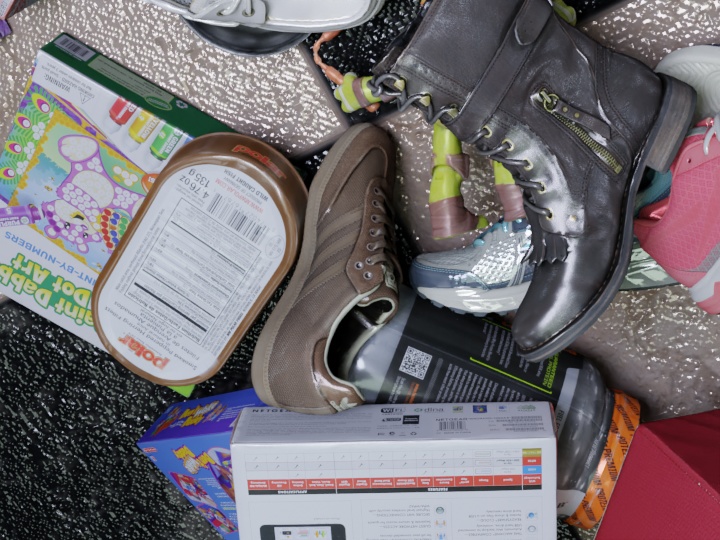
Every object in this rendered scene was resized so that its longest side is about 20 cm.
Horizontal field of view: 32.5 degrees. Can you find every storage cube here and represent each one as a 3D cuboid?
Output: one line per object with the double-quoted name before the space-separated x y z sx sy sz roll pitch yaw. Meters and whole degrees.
"storage cube" 0.265 0.205 0.787 0.170 0.180 0.201 -8 126 -32

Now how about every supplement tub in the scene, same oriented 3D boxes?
"supplement tub" 0.081 0.094 0.845 0.198 0.123 0.123 23 120 3

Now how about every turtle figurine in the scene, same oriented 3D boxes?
"turtle figurine" 0.071 -0.109 0.752 0.198 0.064 0.163 -15 92 16

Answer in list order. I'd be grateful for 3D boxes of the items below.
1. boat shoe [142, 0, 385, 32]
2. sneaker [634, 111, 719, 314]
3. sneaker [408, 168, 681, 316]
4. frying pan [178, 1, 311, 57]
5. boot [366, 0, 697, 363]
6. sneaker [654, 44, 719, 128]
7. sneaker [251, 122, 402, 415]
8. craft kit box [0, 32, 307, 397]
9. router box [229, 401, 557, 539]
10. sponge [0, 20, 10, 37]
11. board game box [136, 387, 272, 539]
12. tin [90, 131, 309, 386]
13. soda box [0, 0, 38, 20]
"boat shoe" -0.084 -0.177 0.744 0.198 0.069 0.071 9 116 5
"sneaker" 0.215 -0.060 0.687 0.087 0.074 0.201 36 135 10
"sneaker" 0.125 -0.030 0.807 0.198 0.078 0.087 -11 107 9
"frying pan" -0.051 -0.221 0.769 0.114 0.031 0.190 34 116 -6
"boot" 0.079 -0.069 0.690 0.173 0.069 0.201 27 86 -15
"sneaker" 0.275 -0.108 0.730 0.199 0.085 0.075 15 133 34
"sneaker" 0.000 0.000 0.789 0.075 0.202 0.070 8 159 29
"craft kit box" -0.167 -0.035 0.889 0.199 0.049 0.198 29 123 -1
"router box" 0.024 0.176 0.782 0.198 0.049 0.181 -1 110 4
"sponge" -0.353 -0.186 0.865 0.198 0.030 0.112 -14 112 21
"board game box" -0.072 0.153 0.899 0.135 0.045 0.200 50 151 -13
"tin" -0.113 -0.003 0.847 0.112 0.042 0.201 35 120 -1
"soda box" -0.192 -0.258 0.765 0.063 0.069 0.200 36 119 -6
